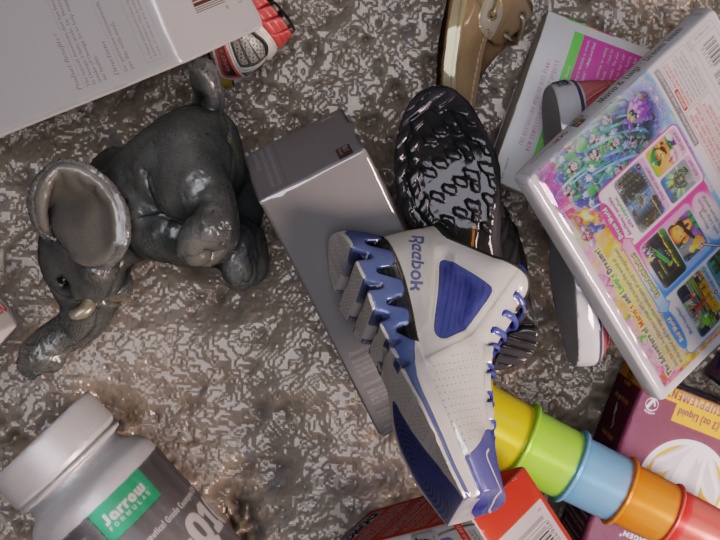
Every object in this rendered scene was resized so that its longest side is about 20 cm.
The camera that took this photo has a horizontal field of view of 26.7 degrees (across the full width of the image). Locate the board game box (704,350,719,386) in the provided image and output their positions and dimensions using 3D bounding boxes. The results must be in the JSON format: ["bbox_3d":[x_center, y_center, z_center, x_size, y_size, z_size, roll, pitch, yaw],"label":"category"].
[{"bbox_3d":[0.335,0.016,1.053,0.041,0.200,0.201,36,92,-3],"label":"board game box"}]

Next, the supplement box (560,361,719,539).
[{"bbox_3d":[0.214,0.183,1.117,0.109,0.086,0.202,21,93,-3],"label":"supplement box"}]

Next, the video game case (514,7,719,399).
[{"bbox_3d":[0.218,-0.044,1.037,0.182,0.024,0.201,-41,115,-14],"label":"video game case"}]

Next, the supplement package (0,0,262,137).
[{"bbox_3d":[-0.189,-0.176,1.025,0.199,0.117,0.118,-15,104,30],"label":"supplement package"}]

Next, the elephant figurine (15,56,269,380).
[{"bbox_3d":[-0.175,-0.031,1.080,0.198,0.142,0.156,-10,58,11],"label":"elephant figurine"}]

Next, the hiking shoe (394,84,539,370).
[{"bbox_3d":[0.073,-0.031,1.078,0.075,0.101,0.202,-15,93,6],"label":"hiking shoe"}]

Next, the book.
[{"bbox_3d":[0.206,-0.094,1.121,0.198,0.048,0.135,21,92,-4],"label":"book"}]

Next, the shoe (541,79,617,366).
[{"bbox_3d":[0.182,-0.035,1.067,0.090,0.071,0.202,-5,94,-7],"label":"shoe"}]

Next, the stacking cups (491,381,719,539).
[{"bbox_3d":[0.158,0.146,1.042,0.199,0.061,0.061,30,92,-6],"label":"stacking cups"}]

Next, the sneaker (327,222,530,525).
[{"bbox_3d":[0.066,0.049,0.966,0.114,0.081,0.201,-18,72,-17],"label":"sneaker"}]

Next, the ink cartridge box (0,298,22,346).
[{"bbox_3d":[-0.367,0.028,1.065,0.200,0.147,0.145,43,92,-3],"label":"ink cartridge box"}]

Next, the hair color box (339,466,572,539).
[{"bbox_3d":[0.068,0.215,1.062,0.064,0.200,0.111,-36,94,-34],"label":"hair color box"}]

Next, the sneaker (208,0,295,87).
[{"bbox_3d":[-0.144,-0.212,1.091,0.200,0.078,0.082,42,96,-2],"label":"sneaker"}]

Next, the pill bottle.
[{"bbox_3d":[-0.164,0.193,1.096,0.113,0.113,0.200,-43,94,2],"label":"pill bottle"}]

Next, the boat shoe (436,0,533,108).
[{"bbox_3d":[0.094,-0.191,1.099,0.064,0.071,0.202,9,92,-1],"label":"boat shoe"}]

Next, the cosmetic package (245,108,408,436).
[{"bbox_3d":[0.000,0.000,1.065,0.090,0.107,0.201,-29,111,2],"label":"cosmetic package"}]
